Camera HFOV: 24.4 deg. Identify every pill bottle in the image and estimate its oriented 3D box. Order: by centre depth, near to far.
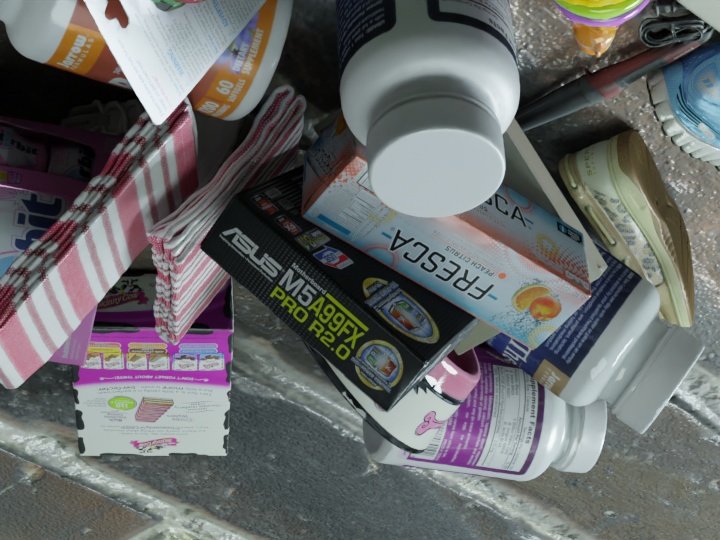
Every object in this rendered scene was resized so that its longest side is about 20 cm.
[{"bbox_3d":[0.040,-0.136,1.023,0.110,0.202,0.112,-2,144,-1],"label":"pill bottle"},{"bbox_3d":[-0.151,-0.172,1.035,0.198,0.113,0.112,15,140,-23],"label":"pill bottle"},{"bbox_3d":[0.155,0.031,1.254,0.199,0.111,0.111,37,141,9],"label":"pill bottle"},{"bbox_3d":[0.109,0.123,1.451,0.197,0.113,0.113,9,142,-15],"label":"pill bottle"}]

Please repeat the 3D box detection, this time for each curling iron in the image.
[{"bbox_3d":[0.165,-0.140,1.177,0.199,0.026,0.050,-30,115,38],"label":"curling iron"}]

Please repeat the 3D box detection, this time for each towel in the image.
[{"bbox_3d":[-0.172,-0.016,1.051,0.030,0.200,0.147,38,165,8],"label":"towel"},{"bbox_3d":[-0.096,-0.036,1.165,0.030,0.147,0.200,36,161,6],"label":"towel"}]

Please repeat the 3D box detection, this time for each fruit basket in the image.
[{"bbox_3d":[-0.090,-0.212,0.934,0.200,0.093,0.186,-47,145,-15],"label":"fruit basket"}]

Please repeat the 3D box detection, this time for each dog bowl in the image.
[{"bbox_3d":[0.016,0.037,1.271,0.074,0.201,0.200,-37,134,12],"label":"dog bowl"}]

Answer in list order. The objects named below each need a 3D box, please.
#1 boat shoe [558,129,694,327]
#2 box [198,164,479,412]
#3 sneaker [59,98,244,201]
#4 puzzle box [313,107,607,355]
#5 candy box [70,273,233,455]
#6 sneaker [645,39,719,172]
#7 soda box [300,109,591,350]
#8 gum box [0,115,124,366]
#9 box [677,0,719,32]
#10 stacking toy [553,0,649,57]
[{"bbox_3d":[0.214,-0.029,1.296,0.062,0.074,0.201,-12,132,22],"label":"boat shoe"},{"bbox_3d":[0.000,0.000,1.103,0.160,0.200,0.044,41,112,7],"label":"box"},{"bbox_3d":[-0.164,-0.087,1.186,0.199,0.075,0.087,-27,132,28],"label":"sneaker"},{"bbox_3d":[0.070,-0.054,1.182,0.132,0.025,0.201,-30,95,33],"label":"puzzle box"},{"bbox_3d":[-0.177,0.083,1.419,0.134,0.062,0.201,1,143,-6],"label":"candy box"},{"bbox_3d":[0.299,-0.101,1.194,0.199,0.079,0.090,26,131,-34],"label":"sneaker"},{"bbox_3d":[0.057,-0.030,1.092,0.199,0.069,0.064,30,126,-23],"label":"soda box"},{"bbox_3d":[-0.235,-0.022,1.172,0.112,0.067,0.201,9,140,-11],"label":"gum box"},{"bbox_3d":[0.287,-0.177,1.088,0.199,0.083,0.068,26,136,-35],"label":"box"},{"bbox_3d":[0.150,-0.195,1.052,0.108,0.117,0.200,-4,155,7],"label":"stacking toy"}]
